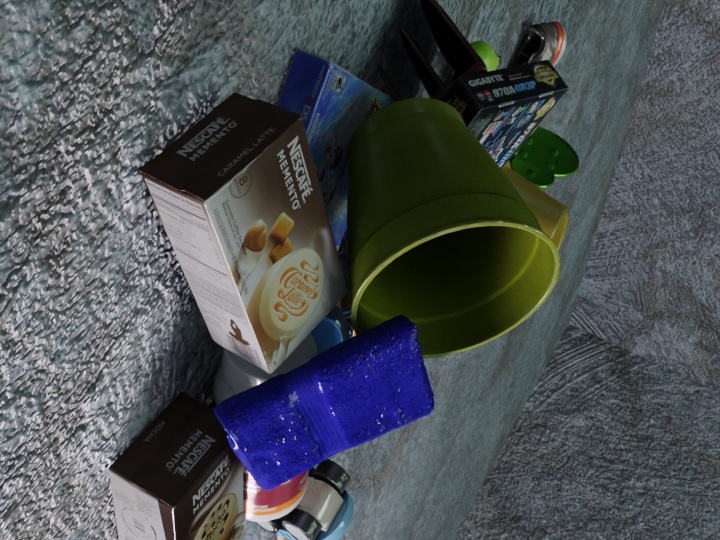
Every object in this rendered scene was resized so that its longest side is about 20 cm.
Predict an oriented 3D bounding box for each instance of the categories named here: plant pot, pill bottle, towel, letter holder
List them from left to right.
[{"bbox_3d":[-0.102,0.156,0.970,0.114,0.112,0.203,-43,150,-48],"label":"pill bottle"},{"bbox_3d":[-0.025,0.129,0.856,0.197,0.050,0.149,-27,146,-4],"label":"towel"},{"bbox_3d":[0.066,-0.053,0.887,0.202,0.196,0.196,86,-9,-54],"label":"plant pot"},{"bbox_3d":[0.081,-0.224,1.082,0.100,0.144,0.200,-34,164,6],"label":"letter holder"},{"bbox_3d":[0.230,-0.075,1.491,0.202,0.186,0.203,-52,155,-36],"label":"plant pot"}]

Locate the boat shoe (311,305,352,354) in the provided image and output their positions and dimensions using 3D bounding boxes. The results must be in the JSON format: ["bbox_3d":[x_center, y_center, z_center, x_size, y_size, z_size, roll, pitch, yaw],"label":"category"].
[{"bbox_3d":[-0.049,0.076,1.108,0.201,0.083,0.070,111,4,-63],"label":"boat shoe"}]

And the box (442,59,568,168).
[{"bbox_3d":[0.125,-0.145,1.049,0.157,0.046,0.201,-20,158,-39],"label":"box"}]

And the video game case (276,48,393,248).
[{"bbox_3d":[-0.045,-0.102,0.935,0.204,0.045,0.181,-70,162,7],"label":"video game case"}]

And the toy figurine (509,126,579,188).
[{"bbox_3d":[0.288,-0.134,1.663,0.201,0.148,0.186,-62,173,-51],"label":"toy figurine"}]

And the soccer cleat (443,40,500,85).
[{"bbox_3d":[0.134,-0.223,1.264,0.080,0.067,0.202,-28,147,-30],"label":"soccer cleat"}]

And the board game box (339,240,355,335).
[{"bbox_3d":[0.000,0.000,1.123,0.096,0.029,0.203,-105,-160,-50],"label":"board game box"}]

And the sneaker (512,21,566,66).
[{"bbox_3d":[0.273,-0.321,1.542,0.081,0.077,0.204,-4,118,-38],"label":"sneaker"}]

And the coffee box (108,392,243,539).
[{"bbox_3d":[-0.176,0.238,0.912,0.113,0.079,0.203,-47,153,-43],"label":"coffee box"}]

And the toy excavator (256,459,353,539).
[{"bbox_3d":[-0.072,0.348,1.264,0.100,0.192,0.202,-53,129,-31],"label":"toy excavator"}]

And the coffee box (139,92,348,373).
[{"bbox_3d":[-0.089,-0.028,0.773,0.114,0.079,0.202,-45,142,-29],"label":"coffee box"}]
